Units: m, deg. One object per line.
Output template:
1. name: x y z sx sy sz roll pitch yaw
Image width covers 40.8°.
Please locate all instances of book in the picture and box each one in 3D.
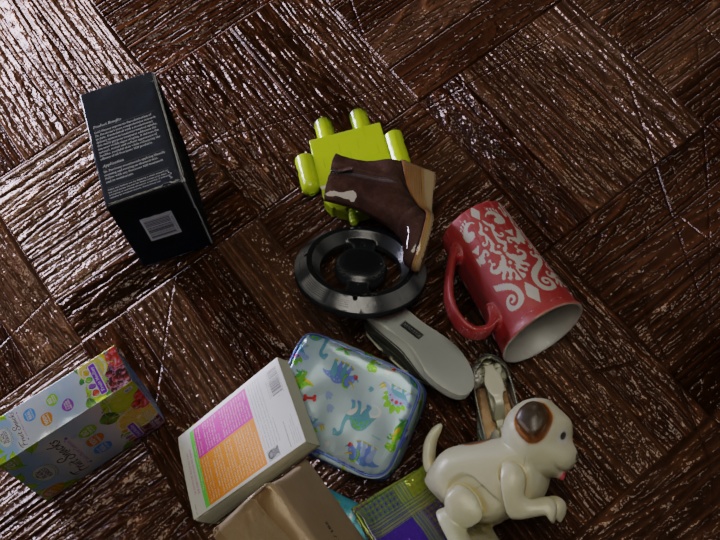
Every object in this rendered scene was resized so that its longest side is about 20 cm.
1. book: -0.157 0.229 1.305 0.199 0.048 0.135 -38 54 19

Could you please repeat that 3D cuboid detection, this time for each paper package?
1. paper package: -0.064 0.352 1.188 0.103 0.190 0.201 -38 82 7

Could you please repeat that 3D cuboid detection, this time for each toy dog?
1. toy dog: 0.192 0.251 1.243 0.200 0.139 0.195 -42 54 14

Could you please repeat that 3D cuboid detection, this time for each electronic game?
1. electronic game: 0.000 0.000 1.419 0.195 0.042 0.202 3 39 -2

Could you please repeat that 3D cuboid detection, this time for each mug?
1. mug: 0.197 0.008 1.373 0.133 0.176 0.202 -45 59 27

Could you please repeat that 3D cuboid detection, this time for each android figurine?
1. android figurine: -0.010 -0.162 1.530 0.178 0.041 0.204 -13 64 -2

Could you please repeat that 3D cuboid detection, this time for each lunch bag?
1. lunch bag: -0.021 0.190 1.336 0.197 0.082 0.164 21 82 14

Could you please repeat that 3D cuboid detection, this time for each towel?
1. towel: 0.094 0.363 1.268 0.142 0.023 0.201 -23 64 -29

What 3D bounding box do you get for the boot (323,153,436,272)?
1. boot: 0.025 -0.087 1.425 0.162 0.073 0.203 8 49 -1

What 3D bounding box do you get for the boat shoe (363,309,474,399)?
1. boat shoe: 0.082 0.119 1.383 0.070 0.064 0.200 -29 59 -34

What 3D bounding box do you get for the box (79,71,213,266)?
1. box: -0.318 -0.148 1.455 0.121 0.201 0.200 -17 65 -3

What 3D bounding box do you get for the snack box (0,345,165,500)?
1. snack box: -0.382 0.211 1.314 0.198 0.170 0.068 -32 63 -10

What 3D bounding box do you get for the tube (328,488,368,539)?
1. tube: -0.018 0.340 1.301 0.197 0.050 0.079 27 81 10

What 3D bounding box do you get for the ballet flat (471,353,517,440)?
1. ballet flat: 0.191 0.208 1.331 0.070 0.072 0.204 -11 65 -1
